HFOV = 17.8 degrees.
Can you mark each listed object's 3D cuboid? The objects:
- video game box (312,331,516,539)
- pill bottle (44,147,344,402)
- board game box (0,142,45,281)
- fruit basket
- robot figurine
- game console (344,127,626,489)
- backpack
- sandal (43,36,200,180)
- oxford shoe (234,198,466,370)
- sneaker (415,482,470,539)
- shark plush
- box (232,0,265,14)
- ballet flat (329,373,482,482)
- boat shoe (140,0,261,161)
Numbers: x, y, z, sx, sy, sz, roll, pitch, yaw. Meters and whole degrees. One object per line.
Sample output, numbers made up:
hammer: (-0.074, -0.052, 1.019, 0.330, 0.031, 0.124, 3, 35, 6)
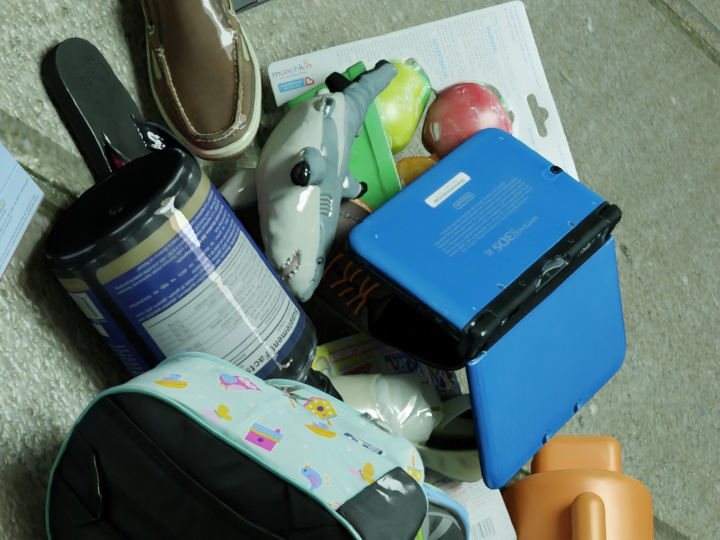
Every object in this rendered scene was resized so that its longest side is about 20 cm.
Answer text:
video game box: (0.021, 0.132, 1.617, 0.200, 0.047, 0.183, -14, 85, -59)
pill bottle: (-0.098, 0.033, 1.427, 0.200, 0.112, 0.112, 55, 33, -22)
board game box: (-0.248, -0.016, 1.310, 0.103, 0.019, 0.200, 53, 34, -27)
fruit basket: (0.050, -0.088, 1.675, 0.199, 0.094, 0.186, -15, 81, -15)
robot figurine: (0.163, 0.225, 1.711, 0.116, 0.144, 0.201, 18, 60, -34)
game console: (0.090, 0.021, 1.583, 0.170, 0.119, 0.200, 36, 42, 15)
backpack: (-0.073, 0.142, 1.313, 0.200, 0.176, 0.153, 28, 31, 12)
sandal: (-0.136, -0.065, 1.493, 0.200, 0.045, 0.075, 60, 30, -14)
oxford shoe: (0.000, 0.000, 1.583, 0.200, 0.071, 0.073, 32, 13, -6)
sneaker: (0.010, 0.168, 1.471, 0.200, 0.071, 0.083, 30, 76, -64)
shark plush: (-0.029, -0.072, 1.570, 0.083, 0.091, 0.200, 50, 35, -24)
box: (-0.096, -0.298, 1.711, 0.156, 0.041, 0.201, -35, 102, -59)
ballet flat: (0.041, 0.099, 1.563, 0.200, 0.069, 0.070, 17, 57, -53)
boat shoe: (-0.119, -0.171, 1.551, 0.075, 0.074, 0.203, 66, 7, -61)
